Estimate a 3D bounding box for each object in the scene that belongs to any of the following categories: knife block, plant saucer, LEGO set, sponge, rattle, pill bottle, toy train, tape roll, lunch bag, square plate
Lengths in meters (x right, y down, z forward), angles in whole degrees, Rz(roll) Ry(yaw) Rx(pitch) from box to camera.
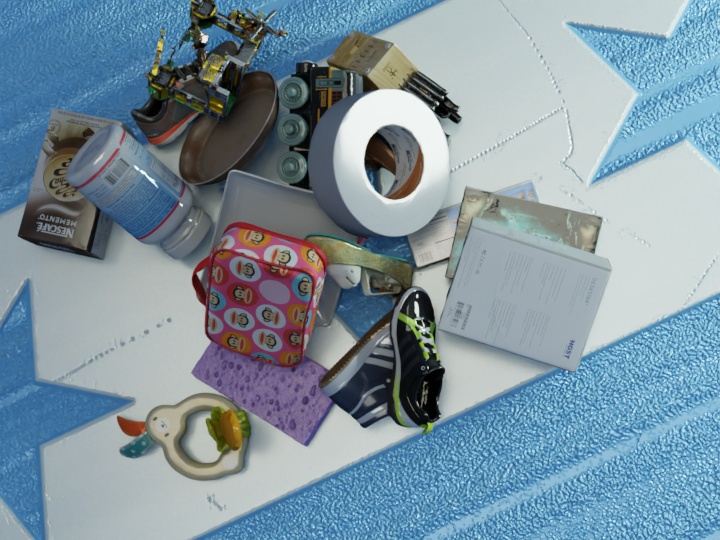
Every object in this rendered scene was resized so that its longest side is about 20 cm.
[{"bbox_3d":[0.060,-0.263,1.765,0.064,0.176,0.200,-50,34,-5],"label":"knife block"},{"bbox_3d":[-0.185,-0.202,1.737,0.200,0.032,0.200,-30,39,28],"label":"plant saucer"},{"bbox_3d":[-0.214,-0.317,1.703,0.154,0.116,0.200,34,71,0],"label":"LEGO set"},{"bbox_3d":[-0.132,0.155,1.720,0.200,0.030,0.112,31,84,12],"label":"sponge"},{"bbox_3d":[-0.261,0.233,1.670,0.200,0.143,0.130,11,100,2],"label":"rattle"},{"bbox_3d":[-0.313,-0.108,1.708,0.109,0.109,0.200,-49,117,-3],"label":"pill bottle"},{"bbox_3d":[-0.054,-0.197,1.686,0.114,0.085,0.200,1,91,19],"label":"toy train"},{"bbox_3d":[0.027,-0.146,1.636,0.200,0.066,0.201,-1,92,-35],"label":"tape roll"},{"bbox_3d":[-0.145,0.033,1.633,0.176,0.200,0.082,16,43,2],"label":"lunch bag"},{"bbox_3d":[-0.112,-0.032,1.693,0.200,0.028,0.198,14,112,-9],"label":"square plate"}]

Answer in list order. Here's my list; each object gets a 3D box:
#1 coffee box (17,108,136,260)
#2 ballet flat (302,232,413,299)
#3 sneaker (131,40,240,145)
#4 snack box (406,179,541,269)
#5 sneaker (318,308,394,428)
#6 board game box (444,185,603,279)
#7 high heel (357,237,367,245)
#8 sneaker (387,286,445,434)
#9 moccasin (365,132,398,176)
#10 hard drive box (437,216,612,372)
[{"bbox_3d":[-0.421,-0.127,1.777,0.113,0.080,0.200,11,81,8],"label":"coffee box"},{"bbox_3d":[0.000,0.000,1.659,0.071,0.200,0.071,-16,66,41],"label":"ballet flat"},{"bbox_3d":[-0.258,-0.275,1.773,0.200,0.082,0.077,-47,46,-3],"label":"sneaker"},{"bbox_3d":[0.166,-0.066,1.727,0.200,0.024,0.072,-18,80,3],"label":"snack box"},{"bbox_3d":[0.044,0.133,1.686,0.200,0.070,0.109,-43,96,-18],"label":"sneaker"},{"bbox_3d":[0.231,-0.033,1.693,0.200,0.028,0.136,12,92,3],"label":"board game box"},{"bbox_3d":[-0.073,-0.097,1.734,0.200,0.067,0.096,29,94,6],"label":"high heel"},{"bbox_3d":[0.090,0.121,1.626,0.083,0.072,0.200,-4,82,50],"label":"sneaker"},{"bbox_3d":[-0.010,-0.182,1.746,0.201,0.074,0.078,33,99,7],"label":"moccasin"},{"bbox_3d":[0.224,0.032,1.642,0.200,0.077,0.156,18,104,3],"label":"hard drive box"}]
